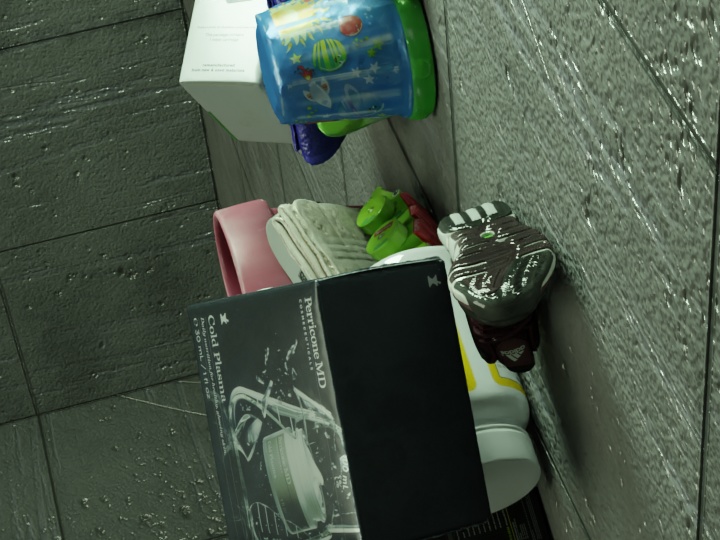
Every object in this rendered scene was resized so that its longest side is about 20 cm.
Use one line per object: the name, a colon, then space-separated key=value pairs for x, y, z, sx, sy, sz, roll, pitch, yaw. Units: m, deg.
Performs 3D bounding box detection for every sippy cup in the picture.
sippy cup: x=-0.017 y=-0.182 z=1.577 sx=0.140 sy=0.130 sz=0.178 roll=-122 pitch=20 yaw=-64

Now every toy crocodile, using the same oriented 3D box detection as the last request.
toy crocodile: x=0.044 y=-0.032 z=1.673 sx=0.068 sy=0.062 sz=0.200 roll=41 pitch=-170 yaw=-19

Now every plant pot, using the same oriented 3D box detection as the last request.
plant pot: x=-0.038 y=0.016 z=1.881 sx=0.200 sy=0.179 sz=0.200 roll=167 pitch=90 yaw=-82

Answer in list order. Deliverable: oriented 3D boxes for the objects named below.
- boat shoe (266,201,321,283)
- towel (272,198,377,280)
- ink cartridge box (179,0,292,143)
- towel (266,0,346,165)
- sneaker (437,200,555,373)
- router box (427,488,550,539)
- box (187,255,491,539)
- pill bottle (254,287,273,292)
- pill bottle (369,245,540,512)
boat shoe: x=-0.012 y=0.022 z=1.748 sx=0.200 sy=0.064 sz=0.071 roll=60 pitch=153 yaw=14
towel: x=0.000 y=0.000 z=1.685 sx=0.133 sy=0.034 sz=0.200 roll=58 pitch=-158 yaw=19
ink cartridge box: x=-0.088 y=-0.237 z=1.750 sx=0.147 sy=0.083 sz=0.200 roll=46 pitch=-129 yaw=-63
towel: x=-0.036 y=-0.215 z=1.702 sx=0.148 sy=0.049 sz=0.200 roll=-55 pitch=-35 yaw=-49
sneaker: x=0.108 y=0.029 z=1.336 sx=0.200 sy=0.076 sz=0.116 roll=-95 pitch=-11 yaw=-72
router box: x=0.078 y=0.231 z=1.556 sx=0.062 sy=0.150 sz=0.200 roll=101 pitch=154 yaw=-73
box: x=-0.019 y=0.105 z=1.423 sx=0.197 sy=0.124 sz=0.200 roll=-12 pitch=88 yaw=55
pill bottle: x=-0.050 y=0.105 z=1.634 sx=0.200 sy=0.114 sz=0.114 roll=63 pitch=-175 yaw=-51
pill bottle: x=0.068 y=0.090 z=1.510 sx=0.114 sy=0.114 sz=0.200 roll=89 pitch=165 yaw=-58
